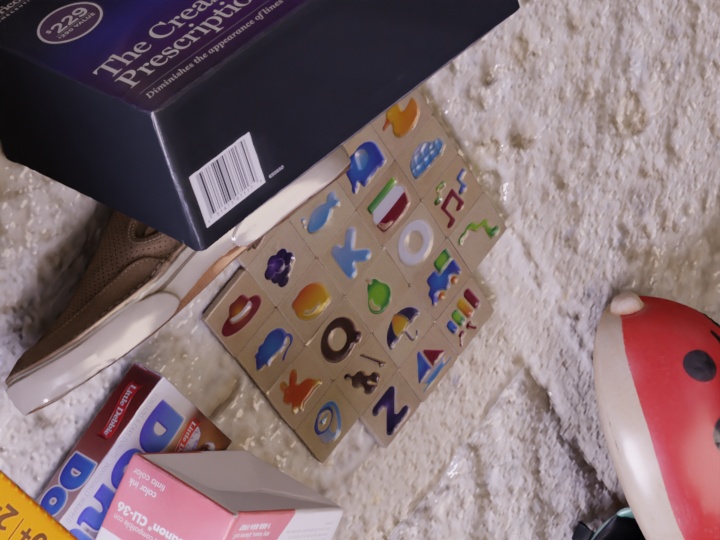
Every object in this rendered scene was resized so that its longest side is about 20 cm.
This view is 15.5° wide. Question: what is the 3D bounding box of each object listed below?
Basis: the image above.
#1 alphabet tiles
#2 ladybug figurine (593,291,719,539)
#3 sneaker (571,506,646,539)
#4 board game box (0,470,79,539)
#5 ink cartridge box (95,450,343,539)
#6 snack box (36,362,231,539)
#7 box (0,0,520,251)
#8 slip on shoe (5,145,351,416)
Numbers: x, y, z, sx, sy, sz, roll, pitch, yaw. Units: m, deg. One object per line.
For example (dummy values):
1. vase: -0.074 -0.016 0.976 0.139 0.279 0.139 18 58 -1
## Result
1. alphabet tiles: 0.000 0.000 1.364 0.167 0.006 0.200 -51 136 -15
2. ladybug figurine: 0.196 0.098 1.515 0.200 0.072 0.136 62 31 -21
3. sneaker: 0.144 0.234 1.561 0.118 0.074 0.201 35 72 -54
4. board game box: -0.256 0.119 1.014 0.200 0.199 0.200 -53 137 -12
5. ink cartridge box: -0.097 0.190 1.276 0.116 0.067 0.201 8 108 -64
6. snack box: -0.141 0.144 1.270 0.200 0.024 0.072 -55 140 -12
7. box: -0.052 -0.111 1.162 0.200 0.141 0.079 -39 129 -27
8. slip on shoe: -0.094 -0.012 1.228 0.200 0.076 0.061 -40 93 -15
